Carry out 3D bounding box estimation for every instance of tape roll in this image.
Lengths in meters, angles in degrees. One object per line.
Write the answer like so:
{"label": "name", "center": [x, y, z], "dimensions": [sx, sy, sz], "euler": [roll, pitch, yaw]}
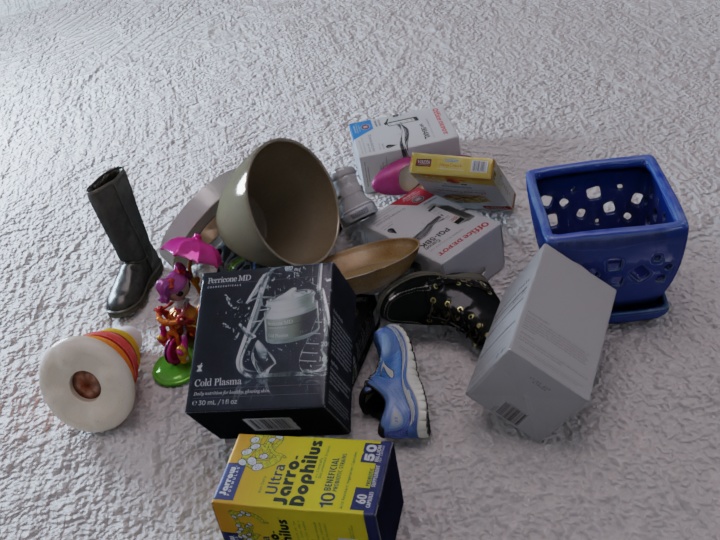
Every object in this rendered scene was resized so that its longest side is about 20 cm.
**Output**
{"label": "tape roll", "center": [-0.262, -0.086, 1.530], "dimensions": [0.037, 0.204, 0.202], "euler": [42, 53, 7]}

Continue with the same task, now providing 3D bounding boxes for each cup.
{"label": "cup", "center": [-0.149, -0.090, 1.416], "dimensions": [0.141, 0.202, 0.201], "euler": [-17, 24, 42]}

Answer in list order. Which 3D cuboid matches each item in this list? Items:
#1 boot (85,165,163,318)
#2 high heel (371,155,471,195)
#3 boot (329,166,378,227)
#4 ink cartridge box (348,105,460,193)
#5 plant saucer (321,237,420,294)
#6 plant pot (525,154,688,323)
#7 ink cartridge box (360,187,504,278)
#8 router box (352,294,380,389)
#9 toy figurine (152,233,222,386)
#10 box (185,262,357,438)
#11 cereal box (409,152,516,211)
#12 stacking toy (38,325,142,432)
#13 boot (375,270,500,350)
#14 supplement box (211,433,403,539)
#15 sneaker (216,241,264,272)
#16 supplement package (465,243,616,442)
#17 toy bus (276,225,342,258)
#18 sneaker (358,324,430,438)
{"label": "boot", "center": [-0.409, -0.048, 1.501], "dimensions": [0.071, 0.204, 0.184], "euler": [-2, 35, 12]}
{"label": "high heel", "center": [0.120, -0.170, 1.629], "dimensions": [0.195, 0.069, 0.096], "euler": [-8, 17, -6]}
{"label": "boot", "center": [-0.015, -0.132, 1.528], "dimensions": [0.072, 0.097, 0.200], "euler": [-23, 1, -4]}
{"label": "ink cartridge box", "center": [0.087, -0.239, 1.732], "dimensions": [0.195, 0.086, 0.147], "euler": [-13, 36, -2]}
{"label": "plant saucer", "center": [0.000, 0.000, 1.341], "dimensions": [0.196, 0.036, 0.201], "euler": [-16, 13, 4]}
{"label": "plant pot", "center": [0.350, -0.034, 1.296], "dimensions": [0.195, 0.183, 0.202], "euler": [-6, 35, 6]}
{"label": "ink cartridge box", "center": [0.118, -0.044, 1.457], "dimensions": [0.145, 0.084, 0.198], "euler": [-32, 40, -29]}
{"label": "router box", "center": [-0.083, 0.098, 1.332], "dimensions": [0.195, 0.063, 0.151], "euler": [4, 39, 19]}
{"label": "toy figurine", "center": [-0.265, 0.042, 1.353], "dimensions": [0.147, 0.187, 0.200], "euler": [13, 42, 30]}
{"label": "box", "center": [-0.114, 0.111, 1.197], "dimensions": [0.195, 0.124, 0.201], "euler": [-5, 62, 15]}
{"label": "cereal box", "center": [0.177, -0.147, 1.509], "dimensions": [0.141, 0.200, 0.041], "euler": [7, 80, 22]}
{"label": "stacking toy", "center": [-0.375, 0.132, 1.332], "dimensions": [0.142, 0.150, 0.201], "euler": [-3, 20, 10]}
{"label": "boot", "center": [0.138, 0.068, 1.278], "dimensions": [0.199, 0.075, 0.154], "euler": [-5, 32, -28]}
{"label": "supplement box", "center": [-0.058, 0.273, 1.044], "dimensions": [0.195, 0.111, 0.110], "euler": [0, 36, 15]}
{"label": "sneaker", "center": [-0.198, 0.005, 1.501], "dimensions": [0.082, 0.071, 0.200], "euler": [-34, 39, 0]}
{"label": "supplement package", "center": [0.237, 0.092, 1.158], "dimensions": [0.120, 0.120, 0.202], "euler": [32, 48, -1]}
{"label": "toy bus", "center": [-0.088, -0.057, 1.547], "dimensions": [0.076, 0.066, 0.202], "euler": [-2, 37, 15]}
{"label": "sneaker", "center": [0.036, 0.149, 1.218], "dimensions": [0.087, 0.080, 0.202], "euler": [-10, 35, -3]}
